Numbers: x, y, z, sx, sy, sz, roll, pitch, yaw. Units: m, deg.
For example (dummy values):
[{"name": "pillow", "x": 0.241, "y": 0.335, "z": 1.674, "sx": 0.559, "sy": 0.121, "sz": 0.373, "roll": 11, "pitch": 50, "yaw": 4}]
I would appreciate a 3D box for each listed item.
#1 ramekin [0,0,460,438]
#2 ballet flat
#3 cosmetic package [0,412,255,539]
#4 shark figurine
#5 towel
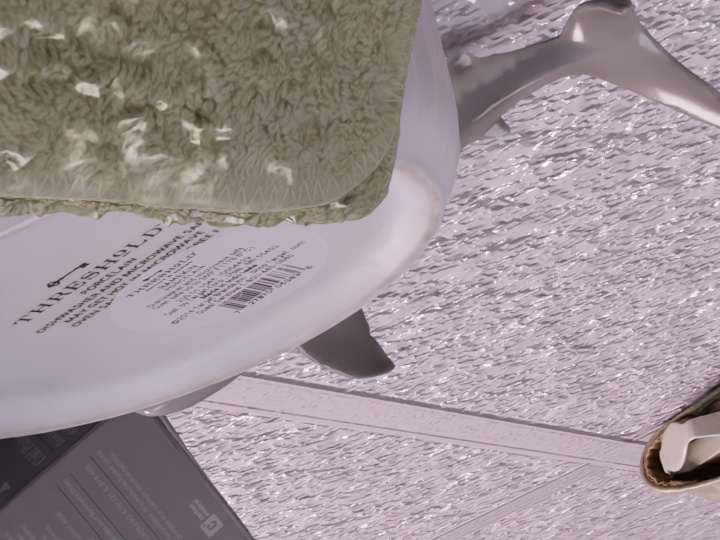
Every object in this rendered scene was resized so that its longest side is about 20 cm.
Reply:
[{"name": "ramekin", "x": -0.069, "y": -0.037, "z": 0.591, "sx": 0.200, "sy": 0.105, "sz": 0.200, "roll": -19, "pitch": 161, "yaw": -7}, {"name": "ballet flat", "x": 0.214, "y": 0.083, "z": 1.280, "sx": 0.062, "sy": 0.068, "sz": 0.200, "roll": -1, "pitch": 155, "yaw": -23}, {"name": "cosmetic package", "x": -0.144, "y": 0.124, "z": 0.836, "sx": 0.200, "sy": 0.090, "sz": 0.107, "roll": -38, "pitch": -160, "yaw": -12}, {"name": "shark figurine", "x": 0.009, "y": -0.012, "z": 0.748, "sx": 0.214, "sy": 0.090, "sz": 0.128, "roll": -34, "pitch": -158, "yaw": -15}, {"name": "towel", "x": -0.063, "y": -0.079, "z": 0.445, "sx": 0.200, "sy": 0.149, "sz": 0.036, "roll": -1, "pitch": -169, "yaw": -36}]
